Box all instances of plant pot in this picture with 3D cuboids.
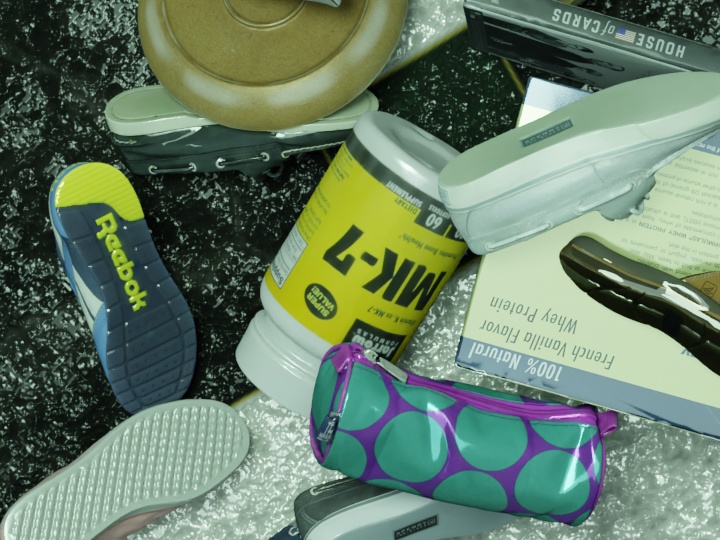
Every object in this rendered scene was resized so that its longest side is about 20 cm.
[{"bbox_3d":[-0.065,-0.197,1.419,0.198,0.028,0.202,-3,72,8],"label":"plant pot"}]

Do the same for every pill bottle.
[{"bbox_3d":[0.000,0.000,1.409,0.114,0.114,0.201,33,107,5],"label":"pill bottle"}]

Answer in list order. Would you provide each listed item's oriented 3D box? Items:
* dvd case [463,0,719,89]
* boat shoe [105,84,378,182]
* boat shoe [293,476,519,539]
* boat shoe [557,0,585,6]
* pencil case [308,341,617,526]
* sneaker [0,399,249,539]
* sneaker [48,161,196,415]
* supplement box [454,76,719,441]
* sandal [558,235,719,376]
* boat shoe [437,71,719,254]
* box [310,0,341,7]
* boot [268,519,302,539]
[{"bbox_3d":[0.169,-0.147,1.364,0.198,0.150,0.025,17,87,6],"label":"dvd case"},{"bbox_3d":[-0.083,-0.096,1.447,0.197,0.075,0.067,-5,125,2],"label":"boat shoe"},{"bbox_3d":[0.045,0.156,1.430,0.198,0.070,0.066,-19,50,-14],"label":"boat shoe"},{"bbox_3d":[0.193,-0.236,1.350,0.200,0.063,0.074,-35,76,43],"label":"boat shoe"},{"bbox_3d":[0.066,0.110,1.351,0.198,0.085,0.093,14,121,-8],"label":"pencil case"},{"bbox_3d":[-0.180,0.162,1.477,0.199,0.105,0.076,-28,83,-21],"label":"sneaker"},{"bbox_3d":[-0.176,0.010,1.466,0.073,0.082,0.202,-21,109,-18],"label":"sneaker"},{"bbox_3d":[0.187,-0.010,1.377,0.198,0.134,0.202,15,95,7],"label":"supplement box"},{"bbox_3d":[0.223,0.023,1.279,0.199,0.082,0.055,28,74,11],"label":"sandal"},{"bbox_3d":[0.151,-0.066,1.285,0.199,0.070,0.072,-20,117,8],"label":"boat shoe"},{"bbox_3d":[-0.085,-0.290,1.370,0.198,0.097,0.178,15,78,28],"label":"box"},{"bbox_3d":[-0.053,0.230,1.446,0.200,0.090,0.073,-41,87,8],"label":"boot"}]
